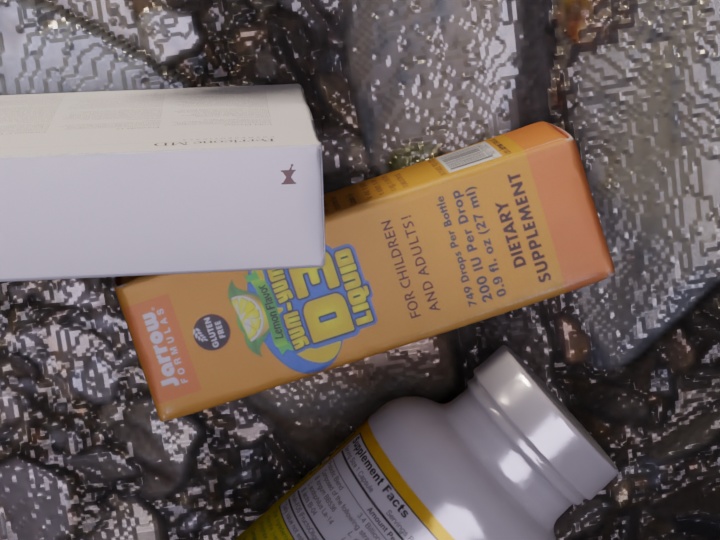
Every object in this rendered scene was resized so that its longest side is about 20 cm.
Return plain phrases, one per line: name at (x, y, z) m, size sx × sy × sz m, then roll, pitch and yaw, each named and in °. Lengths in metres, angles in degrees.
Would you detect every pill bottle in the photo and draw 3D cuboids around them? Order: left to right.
pill bottle at (0.012, 0.125, 0.812) m, size 0.200 × 0.104 × 0.104 m, roll -42°, pitch 102°, yaw 4°

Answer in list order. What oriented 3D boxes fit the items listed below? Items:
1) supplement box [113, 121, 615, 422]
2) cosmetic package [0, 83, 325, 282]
supplement box at (0.000, 0.000, 0.805) m, size 0.200 × 0.069 × 0.067 m, roll -18°, pitch 102°, yaw 1°
cosmetic package at (-0.117, -0.036, 0.745) m, size 0.200 × 0.151 × 0.052 m, roll -3°, pitch 102°, yaw -3°
